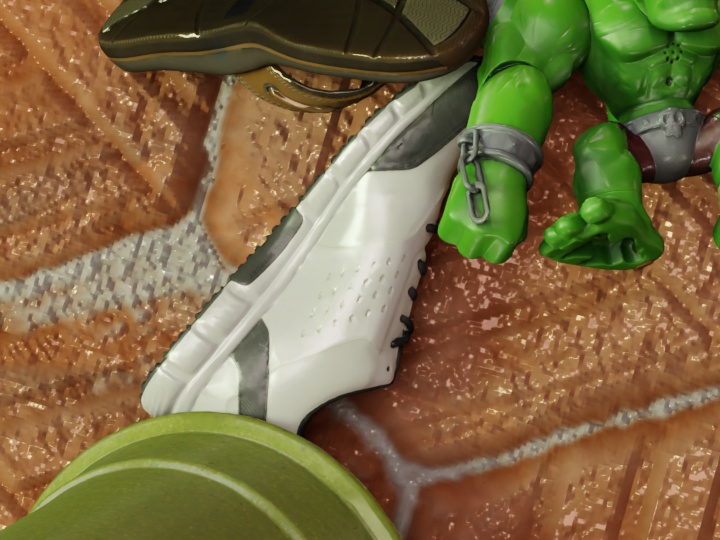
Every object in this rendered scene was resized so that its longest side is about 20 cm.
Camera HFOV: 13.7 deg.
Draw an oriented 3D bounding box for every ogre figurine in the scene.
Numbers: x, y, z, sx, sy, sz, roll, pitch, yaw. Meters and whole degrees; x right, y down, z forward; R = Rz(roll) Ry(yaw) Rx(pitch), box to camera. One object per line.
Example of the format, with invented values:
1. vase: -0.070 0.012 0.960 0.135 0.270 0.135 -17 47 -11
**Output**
1. ogre figurine: 0.120 -0.065 1.191 0.199 0.098 0.121 -13 67 0

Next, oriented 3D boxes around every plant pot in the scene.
1. plant pot: -0.096 0.161 1.116 0.199 0.190 0.202 1 93 23

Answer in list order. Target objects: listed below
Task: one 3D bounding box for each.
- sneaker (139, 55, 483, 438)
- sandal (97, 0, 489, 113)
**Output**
1. sneaker: 0.000 0.000 1.225 0.080 0.074 0.200 40 94 4
2. sandal: -0.025 -0.091 1.221 0.199 0.055 0.082 0 38 39
